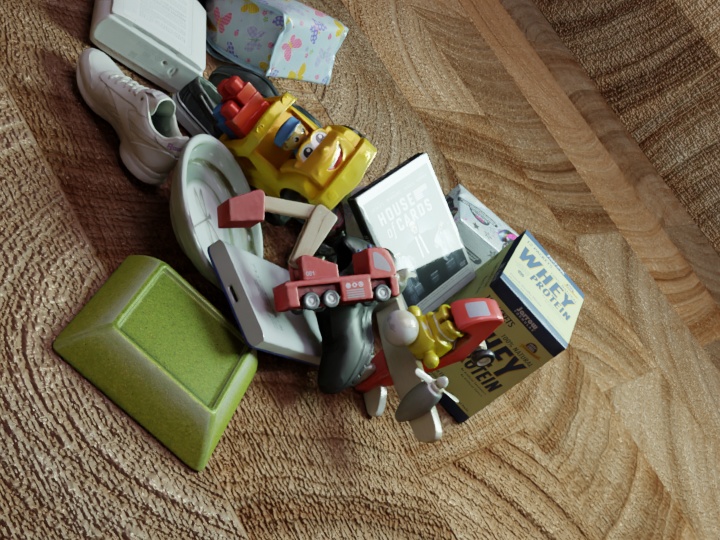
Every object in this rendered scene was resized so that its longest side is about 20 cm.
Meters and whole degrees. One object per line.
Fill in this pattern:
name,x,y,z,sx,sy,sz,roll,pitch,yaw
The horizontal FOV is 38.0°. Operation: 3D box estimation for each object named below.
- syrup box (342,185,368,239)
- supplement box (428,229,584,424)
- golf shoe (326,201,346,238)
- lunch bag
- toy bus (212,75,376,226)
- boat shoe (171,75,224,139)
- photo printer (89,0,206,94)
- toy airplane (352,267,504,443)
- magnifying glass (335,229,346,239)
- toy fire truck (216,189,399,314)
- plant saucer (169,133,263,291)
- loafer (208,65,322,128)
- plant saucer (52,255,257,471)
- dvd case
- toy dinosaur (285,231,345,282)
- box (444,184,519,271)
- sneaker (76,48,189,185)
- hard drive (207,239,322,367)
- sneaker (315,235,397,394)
syrup box,0.041,-0.089,1.554,0.200,0.078,0.082,-15,99,-73
supplement box,0.194,0.078,1.509,0.134,0.200,0.200,47,28,-3
golf shoe,-0.060,-0.137,1.519,0.092,0.072,0.200,58,20,-34
lunch bag,-0.152,-0.375,1.640,0.200,0.127,0.169,34,22,27
toy bus,-0.104,-0.167,1.339,0.136,0.200,0.192,-50,117,-19
boat shoe,-0.171,-0.185,1.443,0.200,0.071,0.072,39,30,-19
photo printer,-0.295,-0.355,1.473,0.166,0.069,0.200,29,34,-32
toy airplane,0.056,0.095,1.307,0.200,0.200,0.141,20,-16,34
magnifying glass,0.018,0.023,1.514,0.079,0.022,0.200,10,49,-47
toy fire truck,-0.057,-0.023,1.199,0.199,0.049,0.142,-6,84,-25
plant saucer,-0.183,-0.062,1.263,0.200,0.050,0.201,-15,90,-72
loafer,-0.148,-0.230,1.506,0.200,0.073,0.072,34,41,17
plant saucer,-0.198,0.082,1.115,0.200,0.048,0.200,44,29,-11
dvd case,0.074,-0.043,1.452,0.150,0.025,0.201,-36,111,-34
toy dinosaur,-0.051,-0.016,1.335,0.200,0.088,0.048,-98,162,-77
box,0.187,-0.015,1.680,0.200,0.132,0.115,38,29,-20
sneaker,-0.276,-0.207,1.294,0.200,0.100,0.075,55,31,13
hard drive,-0.104,0.044,1.247,0.132,0.025,0.200,64,13,20
sneaker,-0.025,0.050,1.264,0.091,0.076,0.201,29,63,-32
